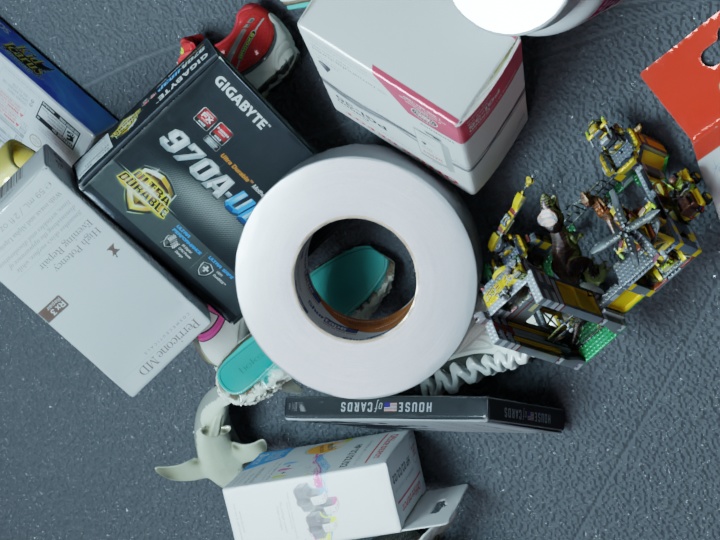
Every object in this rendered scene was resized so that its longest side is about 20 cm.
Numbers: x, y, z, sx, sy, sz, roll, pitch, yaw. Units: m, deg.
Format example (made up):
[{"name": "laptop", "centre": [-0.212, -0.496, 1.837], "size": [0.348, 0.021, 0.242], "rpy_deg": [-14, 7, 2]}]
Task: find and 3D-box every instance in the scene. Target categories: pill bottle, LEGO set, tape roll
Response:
[{"name": "pill bottle", "centre": [0.135, -0.225, 1.062], "size": [0.113, 0.200, 0.114], "rpy_deg": [9, 112, 24]}, {"name": "LEGO set", "centre": [0.155, -0.024, 1.169], "size": [0.200, 0.115, 0.155], "rpy_deg": [-38, 49, 36]}, {"name": "tape roll", "centre": [0.000, 0.000, 1.263], "size": [0.199, 0.066, 0.202], "rpy_deg": [2, 105, 8]}]

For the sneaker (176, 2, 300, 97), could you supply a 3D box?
[{"name": "sneaker", "centre": [-0.138, -0.164, 1.357], "size": [0.200, 0.077, 0.085], "rpy_deg": [-35, 88, 28]}]

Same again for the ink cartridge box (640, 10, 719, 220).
[{"name": "ink cartridge box", "centre": [0.315, -0.101, 1.121], "size": [0.200, 0.057, 0.162], "rpy_deg": [48, 129, -5]}]

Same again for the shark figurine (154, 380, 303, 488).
[{"name": "shark figurine", "centre": [-0.131, 0.134, 1.500], "size": [0.127, 0.090, 0.215], "rpy_deg": [5, 132, -9]}]

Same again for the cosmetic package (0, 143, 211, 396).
[{"name": "cosmetic package", "centre": [-0.228, 0.001, 1.297], "size": [0.102, 0.074, 0.200], "rpy_deg": [-43, 113, 6]}]

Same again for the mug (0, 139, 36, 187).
[{"name": "mug", "centre": [-0.231, -0.050, 1.399], "size": [0.148, 0.153, 0.188], "rpy_deg": [-20, 116, -3]}]

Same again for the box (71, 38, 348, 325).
[{"name": "box", "centre": [-0.119, -0.071, 1.300], "size": [0.159, 0.046, 0.200], "rpy_deg": [-42, 123, 5]}]

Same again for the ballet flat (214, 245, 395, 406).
[{"name": "ballet flat", "centre": [-0.046, 0.052, 1.392], "size": [0.200, 0.072, 0.072], "rpy_deg": [-38, 92, 7]}]

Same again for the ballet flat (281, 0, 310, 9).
[{"name": "ballet flat", "centre": [0.025, -0.250, 1.212], "size": [0.199, 0.069, 0.070], "rpy_deg": [-3, 112, 25]}]

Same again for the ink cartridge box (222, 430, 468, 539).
[{"name": "ink cartridge box", "centre": [-0.011, 0.199, 1.408], "size": [0.199, 0.115, 0.068], "rpy_deg": [-11, 98, 16]}]

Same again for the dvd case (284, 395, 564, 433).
[{"name": "dvd case", "centre": [0.057, 0.125, 1.337], "size": [0.199, 0.150, 0.025], "rpy_deg": [-3, 80, 32]}]

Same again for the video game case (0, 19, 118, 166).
[{"name": "video game case", "centre": [-0.352, -0.137, 1.509], "size": [0.200, 0.045, 0.182], "rpy_deg": [41, 127, 7]}]

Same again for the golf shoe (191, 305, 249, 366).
[{"name": "golf shoe", "centre": [-0.108, 0.011, 1.420], "size": [0.092, 0.073, 0.201], "rpy_deg": [21, 123, 19]}]

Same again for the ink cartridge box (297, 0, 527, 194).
[{"name": "ink cartridge box", "centre": [0.046, -0.147, 1.162], "size": [0.146, 0.200, 0.083], "rpy_deg": [33, 84, 13]}]

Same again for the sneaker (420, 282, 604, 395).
[{"name": "sneaker", "centre": [0.116, 0.045, 1.306], "size": [0.199, 0.075, 0.081], "rpy_deg": [-26, 89, 37]}]

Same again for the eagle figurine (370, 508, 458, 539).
[{"name": "eagle figurine", "centre": [0.017, 0.302, 1.433], "size": [0.199, 0.152, 0.152], "rpy_deg": [3, 143, 26]}]
